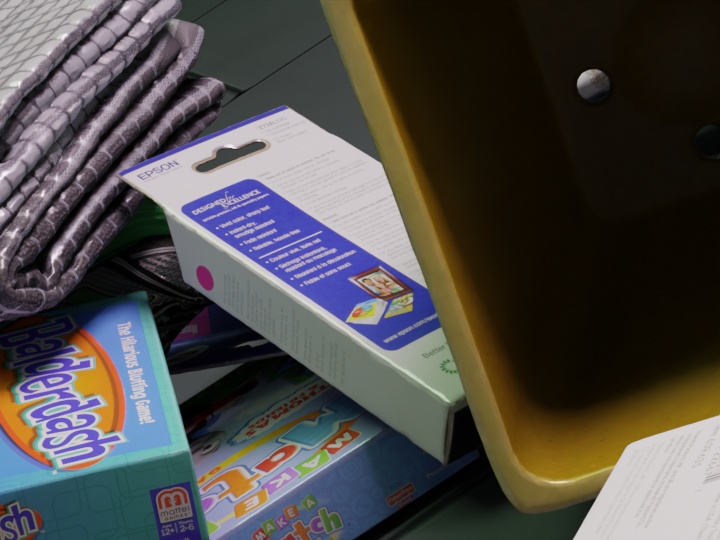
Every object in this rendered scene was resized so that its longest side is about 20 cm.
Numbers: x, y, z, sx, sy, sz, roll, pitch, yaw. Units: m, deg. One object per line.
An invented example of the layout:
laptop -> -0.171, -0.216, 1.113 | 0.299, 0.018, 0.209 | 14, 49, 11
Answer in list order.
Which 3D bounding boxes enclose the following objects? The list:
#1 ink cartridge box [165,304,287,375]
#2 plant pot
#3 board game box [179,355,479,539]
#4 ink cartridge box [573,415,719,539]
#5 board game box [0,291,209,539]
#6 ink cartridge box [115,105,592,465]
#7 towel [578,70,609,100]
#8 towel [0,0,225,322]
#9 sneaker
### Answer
ink cartridge box -> 0.002, -0.010, 1.108 | 0.196, 0.043, 0.200 | -12, 10, 45
plant pot -> 0.114, -0.062, 0.829 | 0.194, 0.196, 0.200 | -19, 12, 9
board game box -> -0.047, 0.086, 1.004 | 0.151, 0.037, 0.200 | -33, 15, -8
ink cartridge box -> 0.146, 0.073, 0.599 | 0.200, 0.067, 0.116 | -22, 18, 36
board game box -> -0.169, 0.076, 0.947 | 0.200, 0.045, 0.152 | -12, 24, -7
ink cartridge box -> 0.000, 0.000, 0.951 | 0.095, 0.037, 0.200 | -25, 46, -36
towel -> 0.152, -0.112, 1.056 | 0.200, 0.024, 0.147 | -32, 1, 19
towel -> -0.166, -0.045, 1.025 | 0.166, 0.086, 0.200 | -12, 30, 36
sneaker -> -0.092, 0.011, 1.069 | 0.200, 0.085, 0.078 | -9, -10, 39
